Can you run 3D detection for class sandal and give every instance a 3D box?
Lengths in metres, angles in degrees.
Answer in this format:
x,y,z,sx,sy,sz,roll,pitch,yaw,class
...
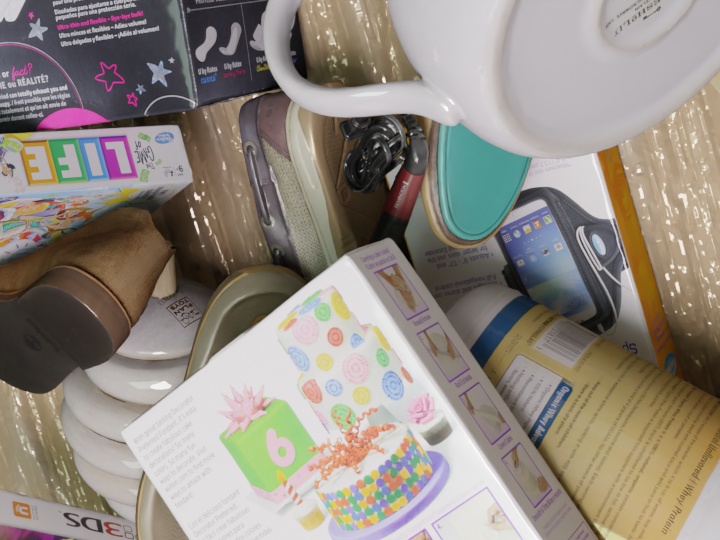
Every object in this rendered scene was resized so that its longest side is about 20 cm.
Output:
x,y,z,sx,sy,sz,roll,pitch,yaw,class
-0.065,0.096,0.827,0.054,0.080,0.202,45,123,56,sandal

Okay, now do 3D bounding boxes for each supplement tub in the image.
x,y,z,sx,sy,sz,roll,pitch,yaw,class
0.112,0.111,0.753,0.199,0.144,0.146,28,116,17,supplement tub

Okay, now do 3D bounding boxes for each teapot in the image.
x,y,z,sx,sy,sz,roll,pitch,yaw,class
0.078,-0.154,0.679,0.146,0.199,0.199,49,132,35,teapot

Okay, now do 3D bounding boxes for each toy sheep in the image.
x,y,z,sx,sy,sz,roll,pitch,yaw,class
-0.112,0.070,0.903,0.137,0.138,0.201,10,127,22,toy sheep

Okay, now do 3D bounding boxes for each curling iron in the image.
x,y,z,sx,sy,sz,roll,pitch,yaw,class
0.000,0.000,0.794,0.050,0.025,0.201,49,142,37,curling iron

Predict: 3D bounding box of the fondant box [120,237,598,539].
x,y,z,sx,sy,sz,roll,pitch,yaw,class
0.008,0.110,0.687,0.144,0.058,0.201,-37,85,24,fondant box

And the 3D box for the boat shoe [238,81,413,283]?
x,y,z,sx,sy,sz,roll,pitch,yaw,class
-0.018,-0.008,0.859,0.064,0.072,0.201,6,125,34,boat shoe

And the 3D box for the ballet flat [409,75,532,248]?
x,y,z,sx,sy,sz,roll,pitch,yaw,class
0.058,-0.110,0.782,0.063,0.068,0.202,7,85,58,ballet flat

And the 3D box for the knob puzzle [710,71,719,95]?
x,y,z,sx,sy,sz,roll,pitch,yaw,class
0.192,-0.197,0.728,0.218,0.030,0.222,3,97,23,knob puzzle

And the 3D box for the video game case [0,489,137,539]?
x,y,z,sx,sy,sz,roll,pitch,yaw,class
-0.127,0.222,0.878,0.180,0.201,0.036,20,123,-32,video game case

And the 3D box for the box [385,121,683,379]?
x,y,z,sx,sy,sz,roll,pitch,yaw,class
0.093,0.006,0.837,0.118,0.041,0.202,-12,103,28,box

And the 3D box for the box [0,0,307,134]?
x,y,z,sx,sy,sz,roll,pitch,yaw,class
-0.149,-0.141,0.852,0.198,0.132,0.116,-3,101,25,box

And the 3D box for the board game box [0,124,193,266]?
x,y,z,sx,sy,sz,roll,pitch,yaw,class
-0.199,-0.023,0.875,0.200,0.134,0.035,-31,72,50,board game box

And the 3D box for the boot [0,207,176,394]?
x,y,z,sx,sy,sz,roll,pitch,yaw,class
-0.165,0.015,0.859,0.199,0.076,0.074,-12,124,51,boot
